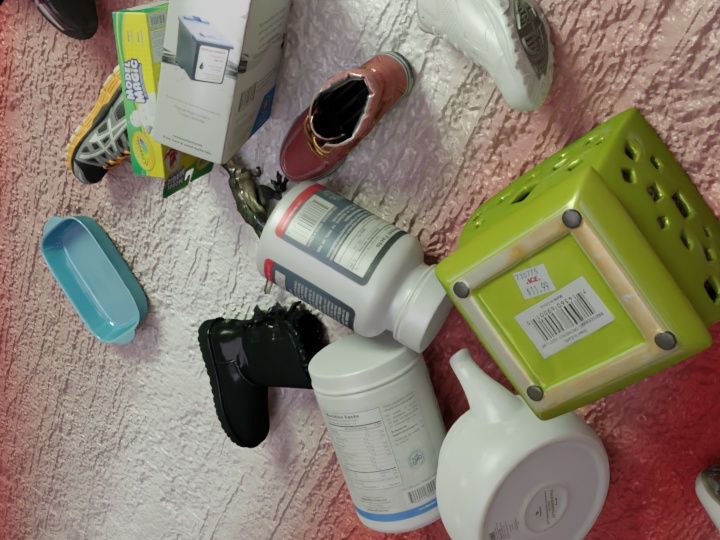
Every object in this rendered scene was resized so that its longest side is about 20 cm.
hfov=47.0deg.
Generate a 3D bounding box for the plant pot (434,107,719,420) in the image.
[{"bbox_3d":[0.197,0.005,0.730,0.200,0.181,0.200,-34,92,36],"label":"plant pot"}]

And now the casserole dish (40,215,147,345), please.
[{"bbox_3d":[-0.367,0.009,1.156,0.121,0.039,0.201,-29,95,37],"label":"casserole dish"}]

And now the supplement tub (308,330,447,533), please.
[{"bbox_3d":[0.030,0.179,0.941,0.131,0.132,0.201,-8,106,33],"label":"supplement tub"}]

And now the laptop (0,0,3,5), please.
[{"bbox_3d":[-0.426,-0.393,0.879,0.199,0.103,0.178,25,121,16],"label":"laptop"}]

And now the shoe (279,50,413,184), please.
[{"bbox_3d":[-0.036,-0.147,0.852,0.200,0.091,0.072,-36,92,37],"label":"shoe"}]

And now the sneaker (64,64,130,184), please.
[{"bbox_3d":[-0.293,-0.166,1.009,0.077,0.078,0.200,41,128,-4],"label":"sneaker"}]

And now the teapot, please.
[{"bbox_3d":[0.153,0.212,0.877,0.146,0.196,0.201,37,103,56],"label":"teapot"}]

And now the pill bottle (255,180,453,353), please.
[{"bbox_3d":[0.000,0.000,0.883,0.199,0.120,0.120,30,124,15],"label":"pill bottle"}]

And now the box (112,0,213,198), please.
[{"bbox_3d":[-0.211,-0.191,0.919,0.048,0.117,0.202,7,116,20],"label":"box"}]

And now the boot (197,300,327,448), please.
[{"bbox_3d":[-0.110,0.135,1.044,0.161,0.073,0.200,-7,108,29],"label":"boot"}]

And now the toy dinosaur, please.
[{"bbox_3d":[-0.115,-0.068,0.966,0.088,0.047,0.201,-4,111,47],"label":"toy dinosaur"}]

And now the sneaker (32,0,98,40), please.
[{"bbox_3d":[-0.333,-0.373,0.936,0.115,0.076,0.201,-19,101,32],"label":"sneaker"}]

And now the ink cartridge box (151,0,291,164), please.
[{"bbox_3d":[-0.131,-0.231,0.827,0.085,0.147,0.201,18,121,5],"label":"ink cartridge box"}]

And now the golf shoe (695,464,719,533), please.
[{"bbox_3d":[0.386,0.283,0.814,0.200,0.073,0.092,51,129,0],"label":"golf shoe"}]

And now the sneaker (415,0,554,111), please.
[{"bbox_3d":[0.102,-0.229,0.752,0.099,0.078,0.201,-26,89,43],"label":"sneaker"}]
